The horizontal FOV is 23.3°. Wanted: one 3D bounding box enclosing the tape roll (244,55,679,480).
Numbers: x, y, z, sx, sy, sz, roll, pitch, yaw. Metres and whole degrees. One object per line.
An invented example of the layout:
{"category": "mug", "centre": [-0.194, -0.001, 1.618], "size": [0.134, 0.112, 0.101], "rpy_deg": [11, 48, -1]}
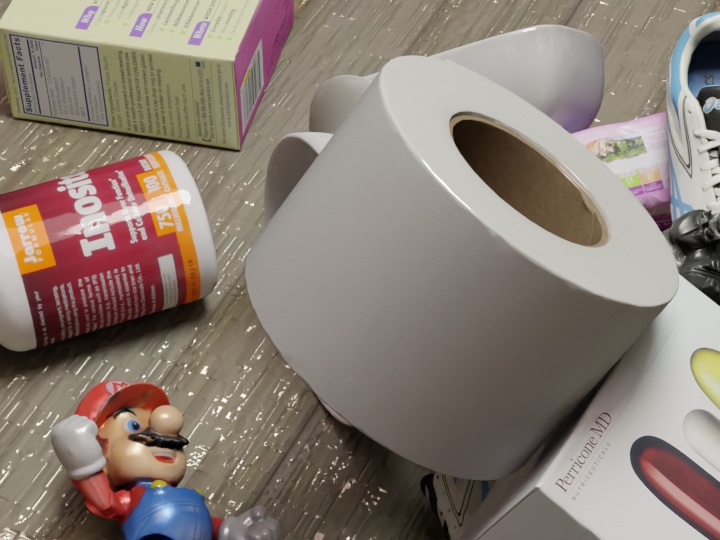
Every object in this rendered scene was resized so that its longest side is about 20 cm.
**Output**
{"category": "tape roll", "centre": [0.055, -0.003, 0.968], "size": [0.203, 0.139, 0.203], "rpy_deg": [30, 26, -16]}

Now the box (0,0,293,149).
{"category": "box", "centre": [-0.173, -0.204, 1.455], "size": [0.200, 0.097, 0.176], "rpy_deg": [9, 46, 9]}

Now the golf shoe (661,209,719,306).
{"category": "golf shoe", "centre": [0.239, 0.014, 1.113], "size": [0.200, 0.094, 0.078], "rpy_deg": [21, 57, -38]}

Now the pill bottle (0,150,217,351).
{"category": "pill bottle", "centre": [-0.212, -0.008, 1.249], "size": [0.200, 0.113, 0.113], "rpy_deg": [-17, 47, -16]}

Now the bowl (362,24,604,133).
{"category": "bowl", "centre": [0.083, -0.116, 1.306], "size": [0.199, 0.075, 0.200], "rpy_deg": [-14, -3, 19]}

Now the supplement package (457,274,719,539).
{"category": "supplement package", "centre": [0.188, 0.151, 1.014], "size": [0.200, 0.147, 0.191], "rpy_deg": [38, 52, 1]}

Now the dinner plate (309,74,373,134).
{"category": "dinner plate", "centre": [0.025, -0.044, 1.218], "size": [0.024, 0.200, 0.200], "rpy_deg": [-37, 55, -24]}

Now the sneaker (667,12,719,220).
{"category": "sneaker", "centre": [0.245, -0.080, 1.190], "size": [0.072, 0.072, 0.200], "rpy_deg": [-6, 72, 8]}

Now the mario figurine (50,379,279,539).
{"category": "mario figurine", "centre": [-0.120, 0.140, 1.100], "size": [0.106, 0.124, 0.200], "rpy_deg": [-28, 54, -8]}

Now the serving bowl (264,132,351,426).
{"category": "serving bowl", "centre": [0.000, 0.000, 1.180], "size": [0.066, 0.200, 0.200], "rpy_deg": [-14, 46, -20]}

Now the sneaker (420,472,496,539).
{"category": "sneaker", "centre": [0.075, 0.163, 1.113], "size": [0.072, 0.072, 0.200], "rpy_deg": [-13, 44, 15]}

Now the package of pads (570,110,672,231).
{"category": "package of pads", "centre": [0.160, -0.054, 1.281], "size": [0.200, 0.121, 0.076], "rpy_deg": [-15, 79, -14]}
